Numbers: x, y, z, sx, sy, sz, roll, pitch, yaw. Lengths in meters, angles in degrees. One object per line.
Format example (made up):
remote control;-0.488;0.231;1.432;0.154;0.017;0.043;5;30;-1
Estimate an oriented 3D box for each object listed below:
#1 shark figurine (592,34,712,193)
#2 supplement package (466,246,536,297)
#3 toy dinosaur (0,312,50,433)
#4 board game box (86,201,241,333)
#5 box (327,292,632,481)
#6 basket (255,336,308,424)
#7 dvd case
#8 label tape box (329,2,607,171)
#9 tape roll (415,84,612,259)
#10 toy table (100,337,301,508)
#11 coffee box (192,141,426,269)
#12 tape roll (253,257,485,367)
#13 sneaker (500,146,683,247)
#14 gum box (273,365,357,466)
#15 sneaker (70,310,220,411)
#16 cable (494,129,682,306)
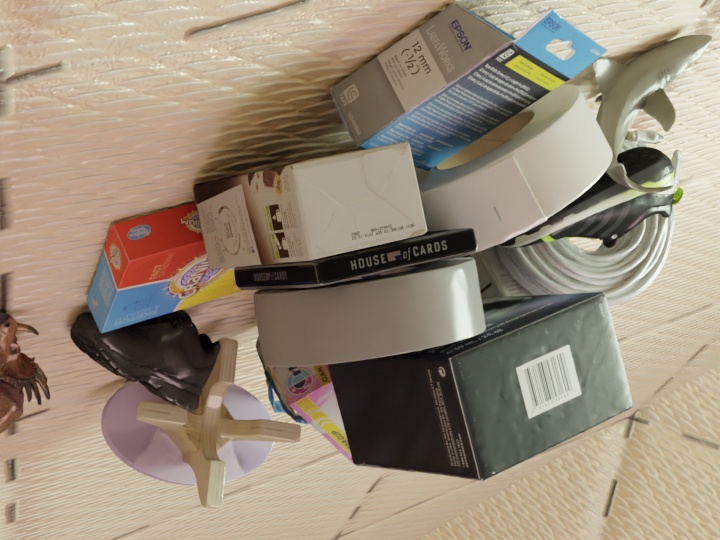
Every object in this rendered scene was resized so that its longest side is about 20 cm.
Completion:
shark figurine;0.251;-0.160;1.549;0.128;0.215;0.090;-5;137;40
supplement package;0.140;0.014;1.707;0.117;0.200;0.117;-10;156;-42
toy dinosaur;-0.357;0.122;1.533;0.136;0.086;0.200;-29;169;-13
board game box;-0.148;-0.016;1.493;0.200;0.040;0.153;-17;160;-26
box;0.109;0.104;1.506;0.200;0.123;0.198;-20;-171;-34
basket;-0.027;0.095;1.800;0.176;0.139;0.200;-23;154;-7
dvd case;-0.009;-0.009;1.393;0.150;0.025;0.200;-13;-175;-24
label tape box;0.094;-0.171;1.359;0.200;0.066;0.143;-34;161;20
tape roll;0.128;-0.091;1.460;0.202;0.071;0.202;-27;-165;8
toy table;-0.175;0.173;1.760;0.200;0.184;0.117;-2;171;-25
coffee box;-0.048;-0.052;1.339;0.113;0.080;0.200;-13;-176;-29
tape roll;0.008;0.035;1.403;0.200;0.066;0.200;-8;-177;0
sneaker;0.229;-0.050;1.568;0.200;0.072;0.083;-22;120;-5
gum box;0.002;0.126;1.673;0.113;0.066;0.200;-30;146;7
sneaker;-0.216;0.072;1.610;0.091;0.076;0.200;-59;146;-4
cable;0.229;-0.058;1.646;0.200;0.200;0.069;12;166;-16
